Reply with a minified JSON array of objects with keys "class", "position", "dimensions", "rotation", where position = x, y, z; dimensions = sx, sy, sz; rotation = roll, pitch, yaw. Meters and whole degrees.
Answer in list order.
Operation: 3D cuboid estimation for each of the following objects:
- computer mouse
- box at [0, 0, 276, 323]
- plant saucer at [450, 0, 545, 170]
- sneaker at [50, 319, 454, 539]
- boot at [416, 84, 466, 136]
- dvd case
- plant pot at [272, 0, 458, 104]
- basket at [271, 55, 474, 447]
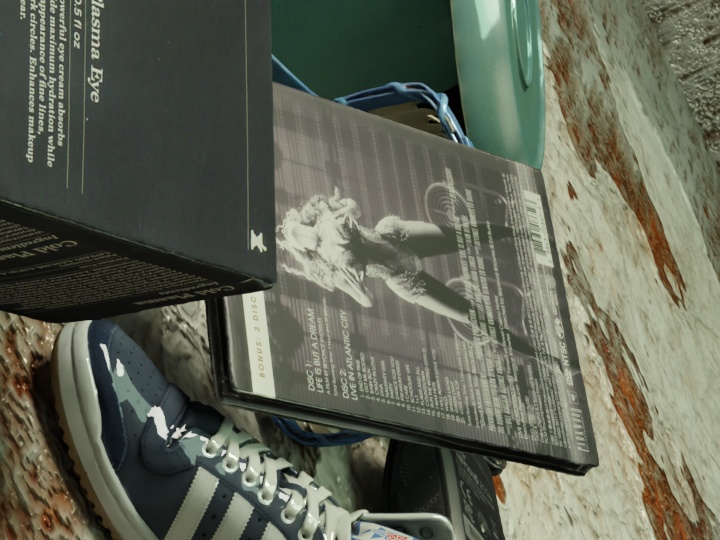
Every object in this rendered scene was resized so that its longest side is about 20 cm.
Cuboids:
[{"class":"computer mouse","position":[0.040,0.128,1.082],"dimensions":[0.201,0.052,0.139],"rotation":[-98,161,-46]},{"class":"box","position":[-0.118,-0.098,0.687],"dimensions":[0.182,0.103,0.202],"rotation":[19,66,-57]},{"class":"plant saucer","position":[0.077,-0.130,1.138],"dimensions":[0.200,0.027,0.202],"rotation":[-4,90,-78]},{"class":"sneaker","position":[-0.032,0.092,0.808],"dimensions":[0.201,0.108,0.070],"rotation":[63,17,-11]},{"class":"boot","position":[0.029,-0.040,1.245],"dimensions":[0.138,0.077,0.202],"rotation":[177,-78,-72]},{"class":"dvd case","position":[0.014,0.002,0.878],"dimensions":[0.199,0.016,0.150],"rotation":[15,55,-39]},{"class":"plant pot","position":[-0.028,-0.172,1.097],"dimensions":[0.201,0.140,0.142],"rotation":[60,7,-43]},{"class":"basket","position":[0.000,0.000,0.971],"dimensions":[0.200,0.138,0.178],"rotation":[40,33,-69]}]
